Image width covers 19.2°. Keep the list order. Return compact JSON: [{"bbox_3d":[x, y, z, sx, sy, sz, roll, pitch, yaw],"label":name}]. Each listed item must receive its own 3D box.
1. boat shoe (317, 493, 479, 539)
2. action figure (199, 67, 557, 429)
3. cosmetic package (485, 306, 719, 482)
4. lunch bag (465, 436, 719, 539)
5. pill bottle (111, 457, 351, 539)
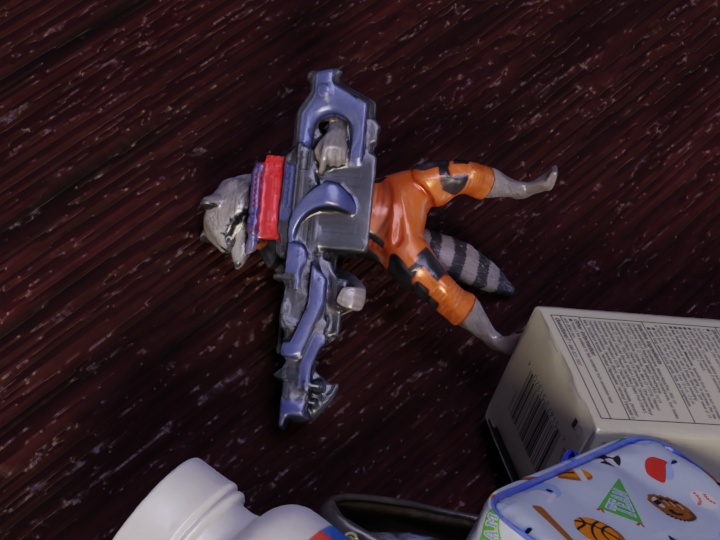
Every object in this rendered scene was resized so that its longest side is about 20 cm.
[{"bbox_3d":[0.068,0.155,1.088,0.201,0.061,0.072,8,29,-15],"label":"boat shoe"},{"bbox_3d":[0.000,0.000,1.198,0.193,0.105,0.200,15,81,-5],"label":"action figure"},{"bbox_3d":[0.184,0.088,1.177,0.200,0.087,0.103,5,38,-23],"label":"cosmetic package"},{"bbox_3d":[0.135,0.150,1.011,0.160,0.076,0.200,35,22,24],"label":"lunch bag"},{"bbox_3d":[-0.024,0.179,0.978,0.200,0.112,0.112,37,53,11],"label":"pill bottle"}]
